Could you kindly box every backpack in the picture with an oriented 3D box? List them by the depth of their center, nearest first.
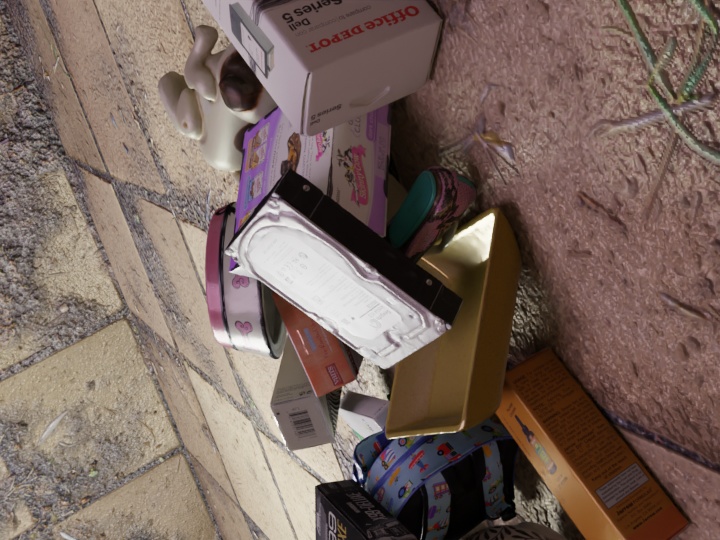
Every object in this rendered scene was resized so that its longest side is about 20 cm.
[{"bbox_3d":[0.079,0.215,1.046,0.135,0.180,0.201,54,162,31],"label":"backpack"}]

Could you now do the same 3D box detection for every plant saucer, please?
[{"bbox_3d":[0.093,0.062,0.926,0.200,0.048,0.204,148,136,-69],"label":"plant saucer"}]

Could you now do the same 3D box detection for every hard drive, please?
[{"bbox_3d":[-0.019,0.006,0.898,0.199,0.038,0.139,36,147,-11],"label":"hard drive"}]

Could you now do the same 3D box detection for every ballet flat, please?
[{"bbox_3d":[0.045,-0.021,0.947,0.200,0.070,0.070,-49,40,37],"label":"ballet flat"}]

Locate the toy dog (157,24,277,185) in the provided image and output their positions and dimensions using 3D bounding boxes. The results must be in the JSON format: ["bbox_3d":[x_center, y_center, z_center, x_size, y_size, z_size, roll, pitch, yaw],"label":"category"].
[{"bbox_3d":[-0.141,-0.202,1.140,0.199,0.137,0.198,-27,69,61],"label":"toy dog"}]

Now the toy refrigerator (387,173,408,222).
[{"bbox_3d":[-0.022,-0.074,1.079,0.070,0.076,0.199,44,170,-29],"label":"toy refrigerator"}]

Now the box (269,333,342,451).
[{"bbox_3d":[-0.068,0.150,1.329,0.201,0.067,0.083,-82,-24,-60],"label":"box"}]

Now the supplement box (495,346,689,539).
[{"bbox_3d":[0.201,0.172,0.883,0.201,0.068,0.067,53,155,23],"label":"supplement box"}]

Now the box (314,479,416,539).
[{"bbox_3d":[0.003,0.335,0.982,0.157,0.049,0.204,-157,65,-65],"label":"box"}]

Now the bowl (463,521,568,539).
[{"bbox_3d":[0.180,0.333,1.034,0.198,0.094,0.203,25,143,21],"label":"bowl"}]

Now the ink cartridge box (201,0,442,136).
[{"bbox_3d":[-0.041,-0.238,0.876,0.201,0.144,0.085,53,155,23],"label":"ink cartridge box"}]

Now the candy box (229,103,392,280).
[{"bbox_3d":[-0.052,-0.093,0.990,0.199,0.071,0.171,-24,57,53],"label":"candy box"}]

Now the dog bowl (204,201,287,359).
[{"bbox_3d":[-0.136,0.007,1.186,0.200,0.072,0.204,-1,-90,-84],"label":"dog bowl"}]

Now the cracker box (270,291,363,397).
[{"bbox_3d":[-0.046,0.064,1.225,0.200,0.057,0.136,-60,-54,-80],"label":"cracker box"}]

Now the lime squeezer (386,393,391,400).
[{"bbox_3d":[0.069,0.155,1.223,0.201,0.037,0.072,108,162,-62],"label":"lime squeezer"}]

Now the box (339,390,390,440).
[{"bbox_3d":[0.043,0.228,1.275,0.145,0.036,0.200,51,167,-8],"label":"box"}]
